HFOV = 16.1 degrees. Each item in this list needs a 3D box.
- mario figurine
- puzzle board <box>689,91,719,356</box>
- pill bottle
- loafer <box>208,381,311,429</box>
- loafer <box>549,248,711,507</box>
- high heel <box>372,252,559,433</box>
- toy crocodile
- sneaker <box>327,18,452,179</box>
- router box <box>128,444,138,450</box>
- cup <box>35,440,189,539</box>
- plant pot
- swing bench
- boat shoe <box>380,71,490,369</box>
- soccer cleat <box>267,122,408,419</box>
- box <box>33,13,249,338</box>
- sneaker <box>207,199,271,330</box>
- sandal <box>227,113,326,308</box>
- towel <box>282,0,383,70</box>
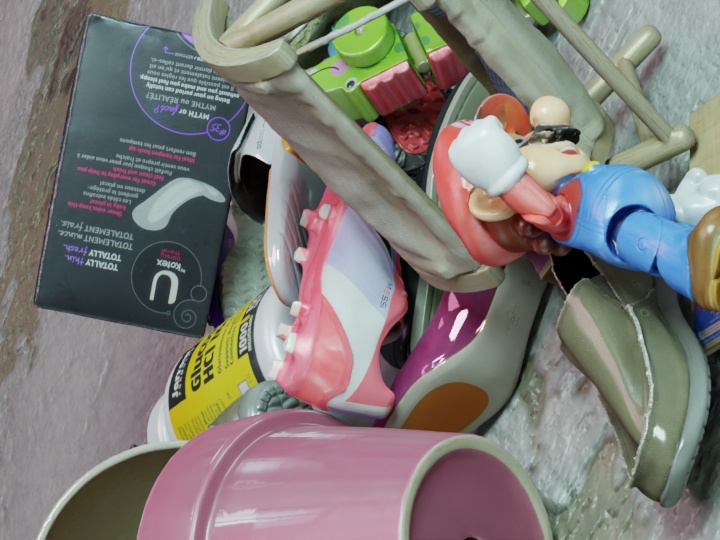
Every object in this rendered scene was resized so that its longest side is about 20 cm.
[{"bbox_3d":[0.122,-0.047,1.287,0.199,0.124,0.106,21,63,35],"label":"mario figurine"},{"bbox_3d":[0.232,-0.057,1.288,0.200,0.017,0.152,-39,41,51],"label":"puzzle board"},{"bbox_3d":[-0.061,0.082,1.678,0.200,0.112,0.113,-37,40,50],"label":"pill bottle"},{"bbox_3d":[-0.050,0.171,1.555,0.069,0.075,0.202,-16,81,43],"label":"loafer"},{"bbox_3d":[0.135,0.045,1.332,0.201,0.069,0.076,-97,15,-51],"label":"loafer"},{"bbox_3d":[0.062,0.021,1.512,0.201,0.067,0.096,-55,38,21],"label":"high heel"},{"bbox_3d":[0.048,-0.140,1.594,0.199,0.068,0.062,-25,51,6],"label":"toy crocodile"},{"bbox_3d":[0.018,-0.093,1.713,0.200,0.079,0.096,-107,29,-62],"label":"sneaker"},{"bbox_3d":[-0.162,0.242,1.843,0.150,0.051,0.200,-60,26,18],"label":"router box"},{"bbox_3d":[-0.117,0.226,1.637,0.143,0.199,0.202,112,169,-69],"label":"cup"},{"bbox_3d":[0.003,0.168,1.417,0.178,0.199,0.202,-17,56,42],"label":"plant pot"},{"bbox_3d":[0.042,-0.107,1.407,0.200,0.199,0.130,-36,30,19],"label":"swing bench"},{"bbox_3d":[0.051,-0.029,1.575,0.066,0.074,0.201,0,81,52],"label":"boat shoe"},{"bbox_3d":[0.000,0.000,1.523,0.067,0.076,0.201,127,162,-50],"label":"soccer cleat"},{"bbox_3d":[-0.147,-0.064,1.741,0.106,0.121,0.202,-162,83,-84],"label":"box"},{"bbox_3d":[-0.088,0.013,1.853,0.201,0.069,0.100,-97,28,-49],"label":"sneaker"},{"bbox_3d":[-0.058,-0.052,1.620,0.059,0.080,0.207,-13,36,16],"label":"sandal"},{"bbox_3d":[-0.002,-0.217,1.779,0.200,0.036,0.148,-55,-8,34],"label":"towel"}]
